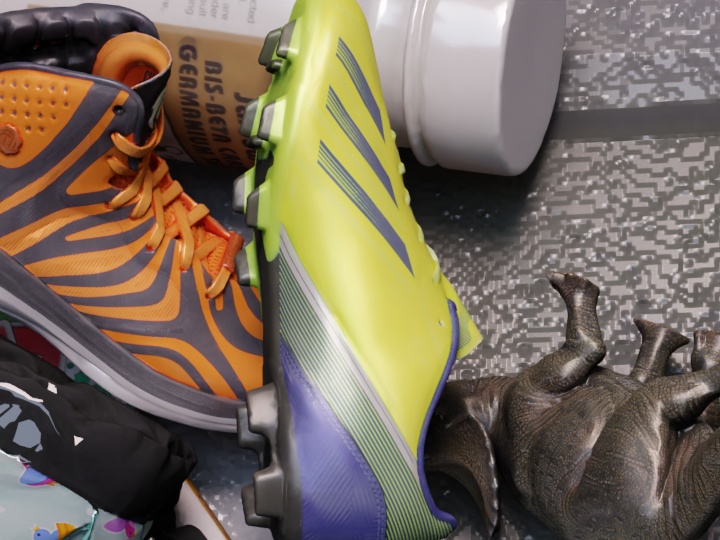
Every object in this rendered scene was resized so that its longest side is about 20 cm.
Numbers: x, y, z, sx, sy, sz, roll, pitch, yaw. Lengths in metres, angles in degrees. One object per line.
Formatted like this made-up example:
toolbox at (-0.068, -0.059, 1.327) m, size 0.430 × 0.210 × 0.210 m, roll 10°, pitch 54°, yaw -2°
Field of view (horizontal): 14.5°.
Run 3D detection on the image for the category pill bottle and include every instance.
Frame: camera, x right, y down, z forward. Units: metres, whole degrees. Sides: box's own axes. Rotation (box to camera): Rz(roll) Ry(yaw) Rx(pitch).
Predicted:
pill bottle at (-0.029, -0.093, 1.066) m, size 0.199 × 0.114 × 0.115 m, roll 9°, pitch 72°, yaw 17°

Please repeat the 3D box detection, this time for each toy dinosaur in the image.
toy dinosaur at (0.092, 0.062, 0.983) m, size 0.199 × 0.077 × 0.103 m, roll 17°, pitch 80°, yaw 42°

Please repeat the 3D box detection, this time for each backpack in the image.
backpack at (-0.170, 0.113, 0.992) m, size 0.166 × 0.127 × 0.201 m, roll 28°, pitch 85°, yaw 20°

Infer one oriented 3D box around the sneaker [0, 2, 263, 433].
sneaker at (-0.076, -0.021, 1.016) m, size 0.199 × 0.112 × 0.078 m, roll 26°, pitch 30°, yaw -13°

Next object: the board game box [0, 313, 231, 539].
board game box at (-0.102, 0.106, 1.057) m, size 0.095 × 0.030 × 0.200 m, roll -37°, pitch 68°, yaw -1°

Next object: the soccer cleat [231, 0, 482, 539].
soccer cleat at (0.000, 0.000, 0.976) m, size 0.083 × 0.065 × 0.201 m, roll 1°, pitch 81°, yaw -9°
